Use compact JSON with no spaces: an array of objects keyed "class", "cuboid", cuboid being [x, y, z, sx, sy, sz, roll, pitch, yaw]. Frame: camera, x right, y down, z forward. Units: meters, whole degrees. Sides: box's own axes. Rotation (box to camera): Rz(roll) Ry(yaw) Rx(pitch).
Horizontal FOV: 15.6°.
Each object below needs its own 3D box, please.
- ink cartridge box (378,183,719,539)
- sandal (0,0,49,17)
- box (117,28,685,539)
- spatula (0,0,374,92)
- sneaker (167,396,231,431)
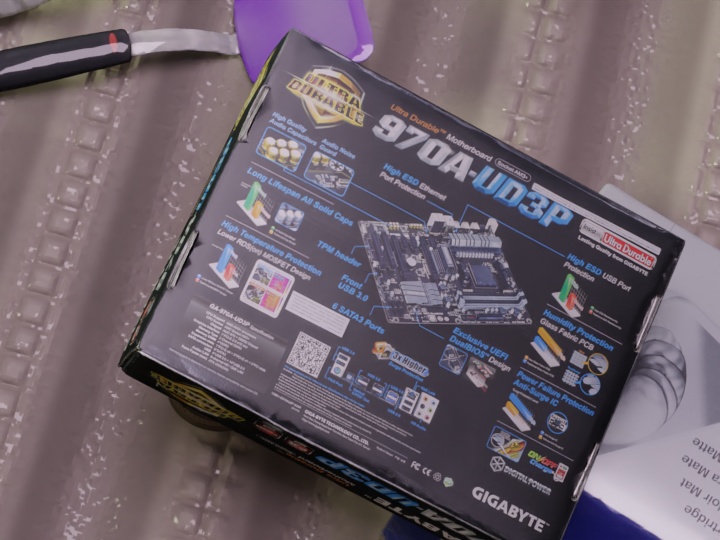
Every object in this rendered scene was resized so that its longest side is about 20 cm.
[{"class":"ink cartridge box","cuboid":[0.140,0.087,1.169,0.199,0.041,0.200,31,64,9]},{"class":"sandal","cuboid":[-0.116,-0.178,1.267,0.201,0.083,0.050,-13,22,-11]},{"class":"box","cuboid":[0.020,0.015,1.117,0.199,0.046,0.160,27,71,-7]},{"class":"spatula","cuboid":[-0.095,-0.107,1.252,0.198,0.021,0.057,-9,66,-10]},{"class":"sneaker","cuboid":[0.000,0.000,1.177,0.200,0.076,0.070,-37,72,-21]}]
